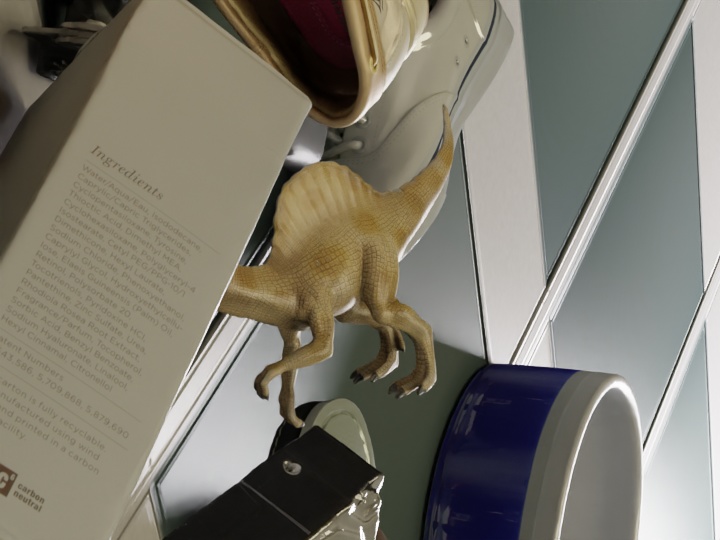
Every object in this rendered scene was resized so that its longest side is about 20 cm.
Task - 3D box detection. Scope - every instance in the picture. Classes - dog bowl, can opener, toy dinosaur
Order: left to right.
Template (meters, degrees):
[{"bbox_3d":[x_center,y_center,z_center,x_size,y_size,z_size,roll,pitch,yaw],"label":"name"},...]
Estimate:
[{"bbox_3d":[-0.063,-0.084,0.873,0.200,0.053,0.067,16,82,-70],"label":"can opener"},{"bbox_3d":[0.000,0.000,0.954,0.200,0.058,0.102,-29,108,-40],"label":"toy dinosaur"},{"bbox_3d":[0.104,0.156,1.355,0.200,0.078,0.201,6,90,-69],"label":"dog bowl"}]

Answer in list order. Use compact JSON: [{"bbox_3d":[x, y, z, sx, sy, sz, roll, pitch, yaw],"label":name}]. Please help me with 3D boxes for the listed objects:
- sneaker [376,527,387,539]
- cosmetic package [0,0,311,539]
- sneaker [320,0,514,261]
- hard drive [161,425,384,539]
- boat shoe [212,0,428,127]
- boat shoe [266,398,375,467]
[{"bbox_3d":[-0.001,0.209,1.108,0.076,0.070,0.201,-90,-175,-61],"label":"sneaker"},{"bbox_3d":[-0.096,0.016,0.727,0.074,0.102,0.201,36,53,-15],"label":"cosmetic package"},{"bbox_3d":[0.006,-0.072,1.062,0.071,0.073,0.201,50,46,-28],"label":"sneaker"},{"bbox_3d":[-0.074,0.153,0.747,0.200,0.038,0.140,-34,147,-38],"label":"hard drive"},{"bbox_3d":[-0.039,-0.135,0.835,0.200,0.073,0.069,53,39,-32],"label":"boat shoe"},{"bbox_3d":[-0.039,0.151,1.001,0.075,0.060,0.201,6,93,-56],"label":"boat shoe"}]
